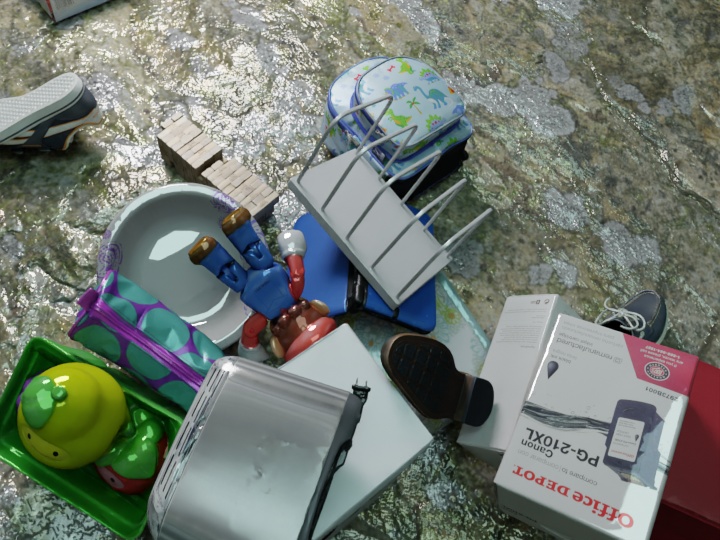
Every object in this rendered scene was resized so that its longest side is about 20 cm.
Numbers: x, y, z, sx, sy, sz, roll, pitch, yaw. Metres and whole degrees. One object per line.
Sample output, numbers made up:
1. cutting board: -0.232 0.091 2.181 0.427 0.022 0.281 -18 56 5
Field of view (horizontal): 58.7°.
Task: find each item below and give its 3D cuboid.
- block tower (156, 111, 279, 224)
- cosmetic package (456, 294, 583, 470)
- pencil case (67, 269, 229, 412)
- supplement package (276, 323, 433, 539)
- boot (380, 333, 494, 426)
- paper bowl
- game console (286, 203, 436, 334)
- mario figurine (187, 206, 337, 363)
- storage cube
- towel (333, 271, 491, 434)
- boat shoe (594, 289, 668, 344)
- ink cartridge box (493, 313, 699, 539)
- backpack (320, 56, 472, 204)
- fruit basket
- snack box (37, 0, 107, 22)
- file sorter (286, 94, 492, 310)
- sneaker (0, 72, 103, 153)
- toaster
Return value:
1. block tower: -0.204 -0.136 0.905 0.199 0.058 0.054 39 64 14
2. cosmetic package: 0.207 0.142 0.775 0.107 0.084 0.202 39 65 -28
3. pencil case: -0.205 0.088 0.679 0.199 0.092 0.086 36 79 -11
4. supplement package: -0.055 0.198 0.671 0.190 0.201 0.148 -33 71 -22
5. boot: 0.058 0.115 0.689 0.096 0.199 0.076 9 70 43
6. paper bowl: -0.212 0.002 0.780 0.197 0.104 0.205 1 87 -17
7. game console: 0.000 0.000 0.848 0.169 0.118 0.202 22 48 -20
8. mario figurine: -0.104 0.031 0.730 0.201 0.122 0.106 53 31 -14
9. storage cube: 0.394 0.229 0.745 0.177 0.172 0.202 21 62 4
10. towel: 0.076 0.102 0.832 0.169 0.048 0.201 -26 69 -18
11. boat shoe: 0.348 0.087 0.863 0.199 0.062 0.074 -41 30 -20
12. ink cartridge box: 0.236 0.166 0.645 0.143 0.085 0.202 17 63 26
13. backpack: 0.047 -0.220 0.937 0.182 0.148 0.200 -36 70 -26
14. fruit basket: -0.280 0.161 0.641 0.213 0.216 0.157 28 93 6
15. snack box: -0.455 -0.509 1.059 0.199 0.053 0.143 -34 73 -23
16. file sorter: 0.041 -0.088 0.771 0.201 0.125 0.138 49 45 7
17. sneaker: -0.455 -0.200 0.891 0.197 0.080 0.080 -16 57 11
18. toaster: -0.079 0.156 0.512 0.127 0.114 0.202 19 63 4
